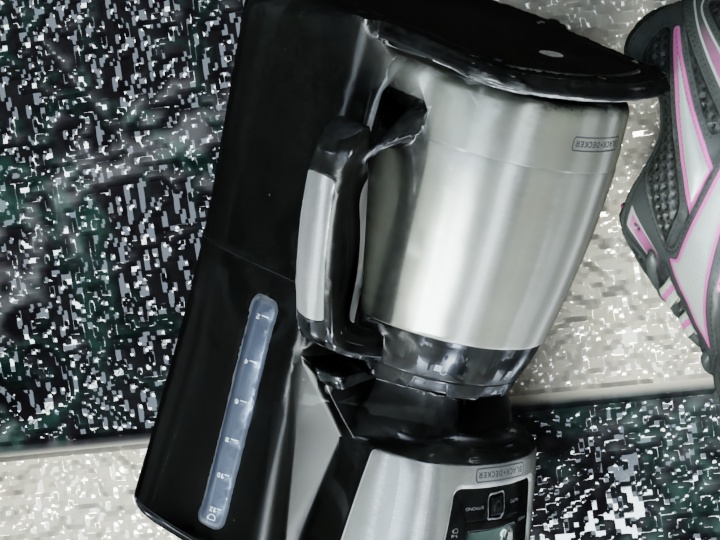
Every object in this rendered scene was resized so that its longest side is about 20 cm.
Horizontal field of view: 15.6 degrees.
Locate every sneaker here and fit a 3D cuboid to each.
[{"bbox_3d":[0.134,-0.004,0.916,0.086,0.080,0.202,-1,90,27],"label":"sneaker"}]

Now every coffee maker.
[{"bbox_3d":[0.000,0.000,0.924,0.134,0.192,0.201,7,106,-28],"label":"coffee maker"}]
